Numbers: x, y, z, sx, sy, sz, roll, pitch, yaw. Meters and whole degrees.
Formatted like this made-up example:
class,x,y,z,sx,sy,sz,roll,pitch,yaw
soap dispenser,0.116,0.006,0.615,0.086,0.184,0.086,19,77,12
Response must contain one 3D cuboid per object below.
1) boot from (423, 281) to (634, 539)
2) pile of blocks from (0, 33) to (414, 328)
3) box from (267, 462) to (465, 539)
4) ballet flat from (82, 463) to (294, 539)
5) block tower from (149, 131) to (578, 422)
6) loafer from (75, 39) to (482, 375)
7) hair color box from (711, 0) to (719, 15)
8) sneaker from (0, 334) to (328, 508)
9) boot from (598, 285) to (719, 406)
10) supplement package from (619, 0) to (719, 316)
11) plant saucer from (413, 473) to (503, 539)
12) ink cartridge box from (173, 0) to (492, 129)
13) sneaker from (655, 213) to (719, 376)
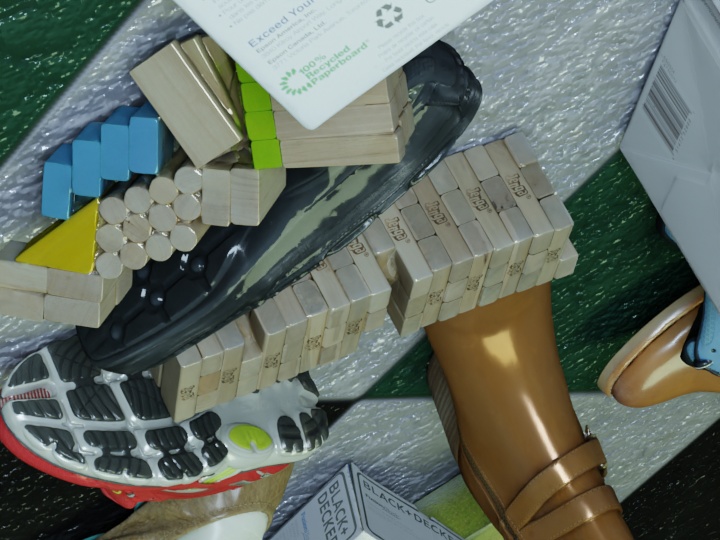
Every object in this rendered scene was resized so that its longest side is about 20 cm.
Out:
class,x,y,z,sx,sy,sz,roll,pitch,yaw
boot,0.083,0.079,1.362,0.076,0.156,0.200,-19,154,-17
pile of blocks,-0.065,-0.050,1.091,0.199,0.082,0.062,-29,-168,20
box,-0.028,0.212,1.539,0.116,0.060,0.200,36,111,-27
ballet flat,-0.105,0.151,1.409,0.199,0.073,0.068,-30,153,4
block tower,0.000,0.000,1.245,0.199,0.054,0.058,-20,155,-18
loafer,-0.033,-0.022,1.149,0.200,0.068,0.070,-40,144,18
hair color box,0.238,-0.146,1.136,0.200,0.111,0.064,-34,155,12
sneaker,-0.098,0.081,1.282,0.085,0.077,0.200,-36,154,31
boot,0.242,0.071,1.489,0.199,0.156,0.077,-21,163,-16
supplement package,0.241,-0.071,1.274,0.199,0.120,0.121,-17,152,-21
plant saucer,0.042,0.185,1.658,0.199,0.048,0.200,-34,156,13
ink cartridge box,0.001,-0.162,0.917,0.199,0.041,0.200,-34,135,14
sneaker,0.209,0.038,1.412,0.090,0.201,0.078,-21,-171,16
